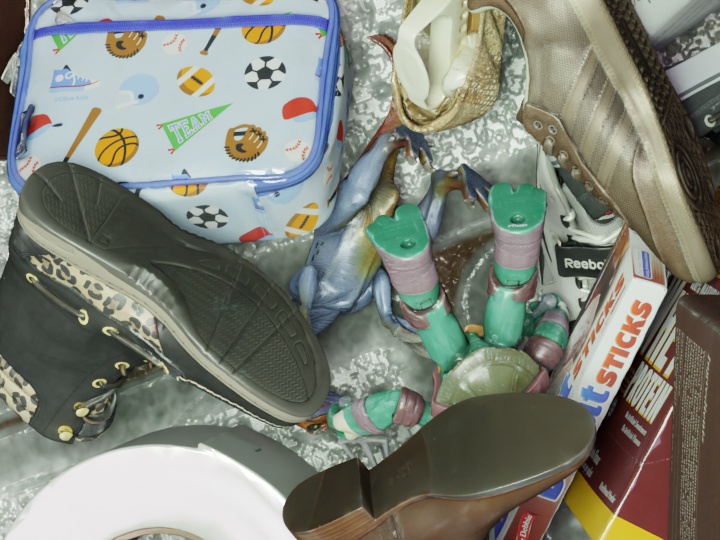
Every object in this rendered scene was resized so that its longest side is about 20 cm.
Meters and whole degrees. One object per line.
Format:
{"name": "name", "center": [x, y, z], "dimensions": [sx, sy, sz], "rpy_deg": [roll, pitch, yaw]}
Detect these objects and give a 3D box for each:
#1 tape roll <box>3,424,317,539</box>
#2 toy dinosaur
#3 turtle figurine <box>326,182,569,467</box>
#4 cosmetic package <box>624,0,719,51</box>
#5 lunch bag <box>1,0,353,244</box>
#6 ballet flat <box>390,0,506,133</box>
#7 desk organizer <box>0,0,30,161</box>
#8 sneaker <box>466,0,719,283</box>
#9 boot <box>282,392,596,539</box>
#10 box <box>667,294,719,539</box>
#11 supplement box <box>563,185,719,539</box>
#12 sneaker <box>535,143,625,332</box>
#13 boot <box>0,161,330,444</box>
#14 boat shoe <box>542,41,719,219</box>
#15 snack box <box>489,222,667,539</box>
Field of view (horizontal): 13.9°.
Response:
{"name": "tape roll", "center": [-0.101, 0.192, 1.681], "dimensions": [0.202, 0.139, 0.204], "rpy_deg": [0, 91, 7]}
{"name": "toy dinosaur", "center": [0.000, 0.000, 1.712], "dimensions": [0.105, 0.200, 0.181], "rpy_deg": [28, 123, -29]}
{"name": "turtle figurine", "center": [0.063, 0.052, 1.627], "dimensions": [0.149, 0.101, 0.201], "rpy_deg": [-23, 130, -22]}
{"name": "cosmetic package", "center": [0.161, -0.244, 1.596], "dimensions": [0.165, 0.165, 0.200], "rpy_deg": [-33, 86, -20]}
{"name": "lunch bag", "center": [-0.106, -0.094, 1.678], "dimensions": [0.199, 0.076, 0.161], "rpy_deg": [0, 59, 11]}
{"name": "ballet flat", "center": [0.048, -0.154, 1.607], "dimensions": [0.070, 0.065, 0.200], "rpy_deg": [27, 137, 31]}
{"name": "desk organizer", "center": [-0.235, -0.164, 1.719], "dimensions": [0.071, 0.077, 0.201], "rpy_deg": [2, 92, 7]}
{"name": "sneaker", "center": [0.126, -0.079, 1.552], "dimensions": [0.075, 0.070, 0.201], "rpy_deg": [-21, 99, 23]}
{"name": "boot", "center": [0.080, 0.159, 1.595], "dimensions": [0.186, 0.064, 0.200], "rpy_deg": [-17, 133, 23]}
{"name": "box", "center": [0.248, 0.107, 1.450], "dimensions": [0.165, 0.200, 0.165], "rpy_deg": [1, 98, -4]}
{"name": "supplement box", "center": [0.247, 0.091, 1.616], "dimensions": [0.197, 0.133, 0.200], "rpy_deg": [27, 95, -7]}
{"name": "sneaker", "center": [0.132, -0.022, 1.672], "dimensions": [0.074, 0.089, 0.201], "rpy_deg": [-11, 92, 6]}
{"name": "boot", "center": [-0.124, 0.044, 1.635], "dimensions": [0.200, 0.073, 0.151], "rpy_deg": [34, 136, -2]}
{"name": "boat shoe", "center": [0.194, -0.092, 1.620], "dimensions": [0.200, 0.069, 0.057], "rpy_deg": [-27, 91, -12]}
{"name": "snack box", "center": [0.120, 0.070, 1.645], "dimensions": [0.024, 0.072, 0.200], "rpy_deg": [19, 118, -9]}
